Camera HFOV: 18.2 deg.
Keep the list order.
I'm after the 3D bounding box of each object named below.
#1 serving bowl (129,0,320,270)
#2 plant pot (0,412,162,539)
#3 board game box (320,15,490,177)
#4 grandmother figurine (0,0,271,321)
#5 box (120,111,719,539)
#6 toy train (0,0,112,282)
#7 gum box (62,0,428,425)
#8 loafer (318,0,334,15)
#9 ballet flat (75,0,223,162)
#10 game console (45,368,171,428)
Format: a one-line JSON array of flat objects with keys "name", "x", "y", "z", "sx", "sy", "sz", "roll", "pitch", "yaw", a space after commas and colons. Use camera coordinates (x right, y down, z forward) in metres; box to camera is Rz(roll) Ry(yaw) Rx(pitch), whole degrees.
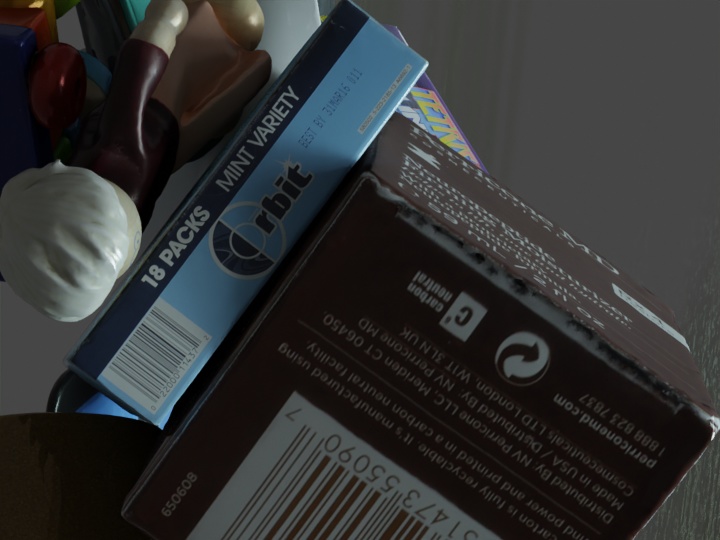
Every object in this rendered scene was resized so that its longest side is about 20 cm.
[{"name": "serving bowl", "x": -0.085, "y": -0.072, "z": 1.110, "sx": 0.200, "sy": 0.066, "sz": 0.201, "roll": -177, "pitch": -90, "yaw": -67}, {"name": "plant pot", "x": -0.130, "y": 0.167, "z": 0.959, "sx": 0.186, "sy": 0.186, "sz": 0.200, "roll": 54, "pitch": 33, "yaw": -73}, {"name": "board game box", "x": 0.000, "y": 0.000, "z": 1.123, "sx": 0.165, "sy": 0.057, "sz": 0.200, "roll": -55, "pitch": -133, "yaw": 32}, {"name": "grandmother figurine", "x": -0.085, "y": -0.047, "z": 0.854, "sx": 0.200, "sy": 0.060, "sz": 0.121, "roll": -66, "pitch": 165, "yaw": -57}, {"name": "box", "x": 0.025, "y": 0.055, "z": 0.915, "sx": 0.164, "sy": 0.166, "sz": 0.200, "roll": -54, "pitch": -176, "yaw": 11}, {"name": "toy train", "x": -0.141, "y": -0.103, "z": 0.910, "sx": 0.116, "sy": 0.084, "sz": 0.200, "roll": -70, "pitch": 163, "yaw": -49}, {"name": "gum box", "x": -0.053, "y": -0.018, "z": 0.918, "sx": 0.170, "sy": 0.045, "sz": 0.200, "roll": -53, "pitch": -174, "yaw": -7}, {"name": "loafer", "x": -0.051, "y": -0.169, "z": 1.358, "sx": 0.201, "sy": 0.068, "sz": 0.070, "roll": 81, "pitch": 1, "yaw": -46}, {"name": "ballet flat", "x": -0.114, "y": -0.137, "z": 1.035, "sx": 0.073, "sy": 0.073, "sz": 0.200, "roll": 45, "pitch": 27, "yaw": -75}, {"name": "game console", "x": -0.091, "y": 0.128, "z": 1.205, "sx": 0.119, "sy": 0.172, "sz": 0.200, "roll": -120, "pitch": -147, "yaw": -64}]
